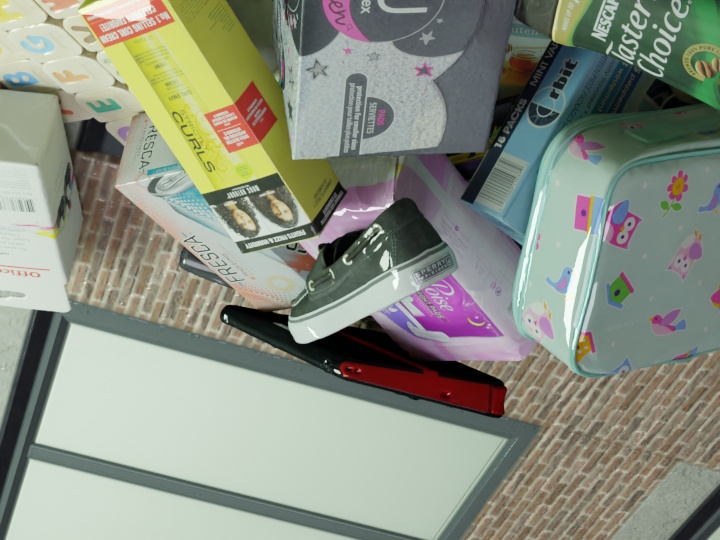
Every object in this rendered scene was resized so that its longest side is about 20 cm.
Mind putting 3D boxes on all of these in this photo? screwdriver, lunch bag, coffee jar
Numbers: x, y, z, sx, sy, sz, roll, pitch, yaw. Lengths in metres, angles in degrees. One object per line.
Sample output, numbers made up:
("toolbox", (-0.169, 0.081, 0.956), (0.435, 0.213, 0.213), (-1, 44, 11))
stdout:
("screwdriver", (-0.056, 0.018, 1.304), (0.198, 0.028, 0.029), (20, 167, -17))
("lunch bag", (0.193, -0.026, 0.993), (0.198, 0.077, 0.162), (-10, 118, -36))
("coffee jar", (0.182, -0.153, 0.883), (0.198, 0.086, 0.105), (26, 151, 12))

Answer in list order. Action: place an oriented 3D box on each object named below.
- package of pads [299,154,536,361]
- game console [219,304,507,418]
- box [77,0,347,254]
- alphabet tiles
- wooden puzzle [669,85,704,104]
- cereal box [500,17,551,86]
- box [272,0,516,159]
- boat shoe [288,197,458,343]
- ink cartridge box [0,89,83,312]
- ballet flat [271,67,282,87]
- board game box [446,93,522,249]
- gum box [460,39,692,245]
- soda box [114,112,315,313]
("package of pads", (0.040, -0.015, 1.125), (0.120, 0.076, 0.200), (-2, 143, 40))
("game console", (0.003, 0.071, 1.243), (0.175, 0.031, 0.199), (11, -176, -34))
("box", (-0.092, -0.106, 1.010), (0.075, 0.050, 0.201), (-10, 123, 36))
("alphabet tiles", (-0.177, -0.145, 1.100), (0.193, 0.015, 0.200), (-5, 151, 27))
("wooden puzzle", (0.300, -0.181, 0.960), (0.198, 0.038, 0.186), (-17, 151, -17))
("cereal box", (0.118, -0.205, 1.022), (0.142, 0.040, 0.201), (5, 139, 0))
("box", (0.018, -0.171, 0.930), (0.130, 0.116, 0.201), (-3, 142, -8))
("boat shoe", (0.000, 0.000, 1.047), (0.057, 0.068, 0.200), (62, 151, -1))
("ink cartridge box", (-0.280, -0.052, 1.204), (0.114, 0.069, 0.201), (7, 147, 2))
("ballet flat", (-0.033, -0.071, 1.176), (0.071, 0.072, 0.200), (-17, 132, 24))
("board game box", (0.128, -0.041, 1.167), (0.164, 0.057, 0.200), (-9, 139, 40))
("gum box", (0.176, -0.073, 1.041), (0.044, 0.171, 0.199), (28, 177, 45))
("soda box", (-0.095, -0.043, 1.183), (0.068, 0.064, 0.200), (-10, 147, 30))
